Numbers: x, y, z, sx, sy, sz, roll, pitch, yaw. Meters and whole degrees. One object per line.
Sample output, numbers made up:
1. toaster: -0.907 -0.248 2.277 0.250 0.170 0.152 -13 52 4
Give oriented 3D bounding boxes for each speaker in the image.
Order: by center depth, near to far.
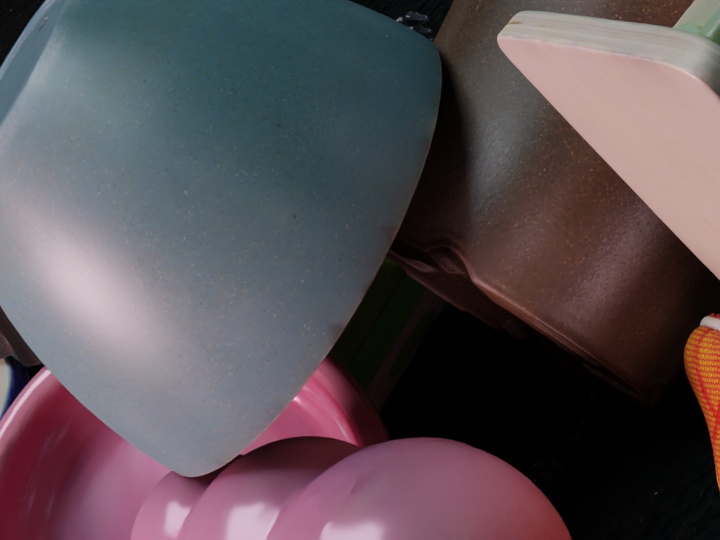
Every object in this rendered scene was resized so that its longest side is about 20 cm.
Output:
1. speaker: 0.000 0.000 0.936 0.200 0.088 0.088 -60 22 15

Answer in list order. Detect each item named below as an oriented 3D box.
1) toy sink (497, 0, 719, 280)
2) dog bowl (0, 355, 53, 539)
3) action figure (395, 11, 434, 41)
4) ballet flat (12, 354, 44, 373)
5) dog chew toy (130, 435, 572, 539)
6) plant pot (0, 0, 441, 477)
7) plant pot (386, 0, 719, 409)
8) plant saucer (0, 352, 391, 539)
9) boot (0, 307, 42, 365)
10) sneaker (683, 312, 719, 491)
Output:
1. toy sink: 0.166 -0.050 0.660 0.112 0.200 0.130 -51 24 -7
2. dog bowl: -0.214 0.138 0.986 0.200 0.079 0.200 -37 25 21
3. action figure: -0.067 -0.135 1.080 0.200 0.119 0.102 -17 -7 -19
4. ballet flat: -0.116 -0.001 1.028 0.200 0.074 0.074 -21 33 19
5. dog chew toy: -0.013 0.120 0.759 0.200 0.125 0.125 6 57 45
6. plant pot: -0.080 -0.039 0.774 0.200 0.135 0.200 -51 20 27
7. plant pot: 0.107 -0.063 0.808 0.198 0.200 0.200 -58 26 -3
8. plant saucer: -0.075 0.116 0.875 0.200 0.051 0.201 -5 72 15
9. boot: -0.121 -0.031 0.966 0.174 0.069 0.200 -40 25 -19
10. sneaker: 0.144 0.075 0.669 0.077 0.073 0.200 -52 21 14
